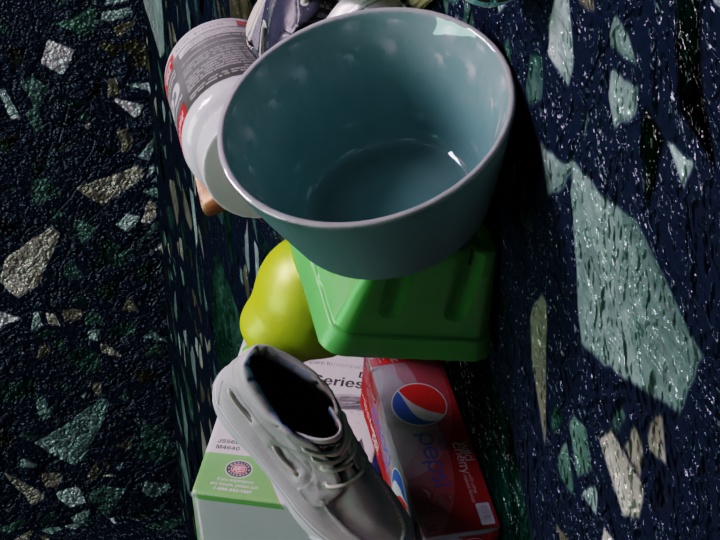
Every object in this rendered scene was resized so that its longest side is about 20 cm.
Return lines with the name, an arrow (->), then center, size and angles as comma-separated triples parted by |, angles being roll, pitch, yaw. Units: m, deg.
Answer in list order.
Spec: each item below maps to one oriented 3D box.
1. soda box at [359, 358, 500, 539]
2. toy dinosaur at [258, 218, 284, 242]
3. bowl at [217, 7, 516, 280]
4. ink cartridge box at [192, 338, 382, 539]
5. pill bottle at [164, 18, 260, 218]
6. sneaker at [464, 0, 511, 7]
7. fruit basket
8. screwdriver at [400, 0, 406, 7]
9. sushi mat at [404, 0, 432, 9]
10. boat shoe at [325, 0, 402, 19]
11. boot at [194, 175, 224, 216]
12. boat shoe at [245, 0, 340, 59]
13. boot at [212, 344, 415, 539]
soda box -> 0.053, 0.152, 1.555 | 0.070, 0.063, 0.200 | 94, 164, -45
toy dinosaur -> -0.034, -0.016, 1.833 | 0.200, 0.102, 0.136 | 16, 133, 55
bowl -> 0.013, -0.072, 1.318 | 0.105, 0.200, 0.201 | 72, 180, -48
ink cartridge box -> -0.048, 0.149, 1.676 | 0.200, 0.145, 0.084 | -75, -13, -45
pill bottle -> -0.102, -0.131, 1.676 | 0.200, 0.114, 0.114 | -113, 18, -60
sneaker -> 0.058, -0.259, 1.212 | 0.086, 0.077, 0.200 | 175, 87, -82
fruit basket -> 0.000, 0.000, 1.468 | 0.216, 0.155, 0.216 | -177, 90, -68
screwdriver -> 0.018, -0.220, 1.567 | 0.200, 0.029, 0.028 | -121, 25, -65
sushi mat -> 0.053, -0.248, 1.396 | 0.200, 0.012, 0.096 | 162, 103, -79
boat shoe -> -0.020, -0.127, 1.522 | 0.200, 0.072, 0.069 | -50, 53, 24
boot -> -0.074, -0.090, 1.763 | 0.200, 0.155, 0.077 | -110, -3, -52
boat shoe -> -0.027, -0.240, 1.573 | 0.200, 0.075, 0.093 | -67, 27, 25
boot -> -0.029, 0.140, 1.445 | 0.200, 0.074, 0.096 | 44, 158, 1
